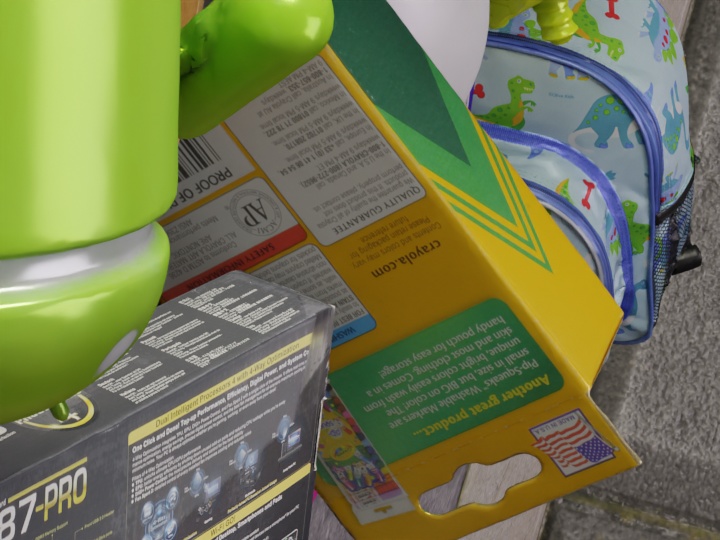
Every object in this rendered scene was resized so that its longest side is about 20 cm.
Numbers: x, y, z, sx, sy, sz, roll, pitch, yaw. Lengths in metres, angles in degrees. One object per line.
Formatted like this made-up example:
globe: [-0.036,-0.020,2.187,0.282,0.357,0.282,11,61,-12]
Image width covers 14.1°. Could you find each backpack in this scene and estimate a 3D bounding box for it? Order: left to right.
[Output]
backpack: [0.076,-0.053,1.456,0.200,0.182,0.147,87,19,-44]

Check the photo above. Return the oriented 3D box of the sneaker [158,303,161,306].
sneaker: [-0.101,0.099,1.064,0.088,0.081,0.201,74,39,-76]

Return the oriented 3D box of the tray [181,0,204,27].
tray: [-0.093,-0.058,0.859,0.200,0.037,0.099,-50,154,-65]

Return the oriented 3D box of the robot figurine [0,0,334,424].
robot figurine: [-0.100,-0.052,0.685,0.175,0.116,0.201,-10,111,-35]

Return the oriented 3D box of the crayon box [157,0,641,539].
crayon box: [0.000,0.000,1.013,0.200,0.126,0.052,52,37,-17]

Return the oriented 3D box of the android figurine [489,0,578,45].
android figurine: [0.033,-0.178,1.116,0.041,0.182,0.201,-32,114,-21]

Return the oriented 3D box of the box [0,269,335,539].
box: [-0.085,0.105,0.936,0.200,0.049,0.162,-29,133,-53]

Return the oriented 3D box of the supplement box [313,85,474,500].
supplement box: [-0.031,-0.011,1.181,0.200,0.103,0.101,-64,166,-50]

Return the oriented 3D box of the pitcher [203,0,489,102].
pitcher: [-0.018,-0.142,1.075,0.200,0.121,0.172,77,9,-58]
